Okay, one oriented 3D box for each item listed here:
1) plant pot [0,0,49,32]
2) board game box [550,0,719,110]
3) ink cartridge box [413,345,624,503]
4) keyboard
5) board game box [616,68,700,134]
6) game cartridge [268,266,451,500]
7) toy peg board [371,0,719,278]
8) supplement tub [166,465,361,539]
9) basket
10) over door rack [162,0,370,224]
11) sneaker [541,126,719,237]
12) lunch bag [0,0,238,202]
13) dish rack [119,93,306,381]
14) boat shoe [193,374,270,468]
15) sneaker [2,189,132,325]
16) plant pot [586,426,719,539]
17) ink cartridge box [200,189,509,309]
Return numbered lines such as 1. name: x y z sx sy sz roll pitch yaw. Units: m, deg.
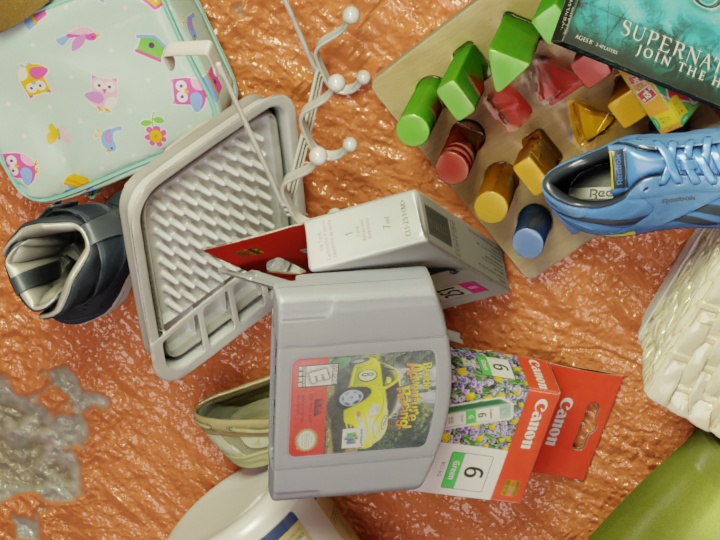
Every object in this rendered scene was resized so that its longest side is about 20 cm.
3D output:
1. plant pot: -0.303 -0.277 1.547 0.185 0.187 0.201 -21 120 22
2. board game box: 0.244 -0.186 1.460 0.198 0.028 0.136 19 90 -16
3. ink cartridge box: 0.104 0.123 1.650 0.198 0.050 0.110 9 118 -15
4. keyboard: -0.013 0.027 1.621 0.199 0.056 0.011 18 82 -30
5. board game box: 0.186 -0.203 1.493 0.200 0.096 0.030 52 140 -11
6. game cartridge: 0.000 0.086 1.544 0.132 0.041 0.201 -7 129 -12
7. toy peg board: 0.134 -0.105 1.550 0.199 0.098 0.200 -35 102 25
8. supplement tub: -0.054 0.269 1.740 0.144 0.145 0.201 -29 104 24
9. basket: 0.302 0.022 1.552 0.135 0.124 0.201 28 117 -1
10. over door rack: -0.053 -0.146 1.508 0.066 0.149 0.200 -11 138 27
11. sneaker: 0.220 -0.065 1.456 0.199 0.078 0.067 -10 74 28
12. lunch bag: -0.203 -0.144 1.626 0.199 0.077 0.161 -19 112 22
13. dish rack: -0.114 -0.031 1.602 0.043 0.171 0.201 32 144 32
14. boat shoe: -0.039 0.099 1.694 0.199 0.074 0.063 -20 136 27
15. sneaker: -0.231 0.002 1.641 0.077 0.146 0.202 54 135 5
16. plant pot: 0.271 0.226 1.629 0.199 0.200 0.194 30 107 -1
17. ink cartridge box: 0.000 0.000 1.581 0.172 0.200 0.044 -16 74 18
